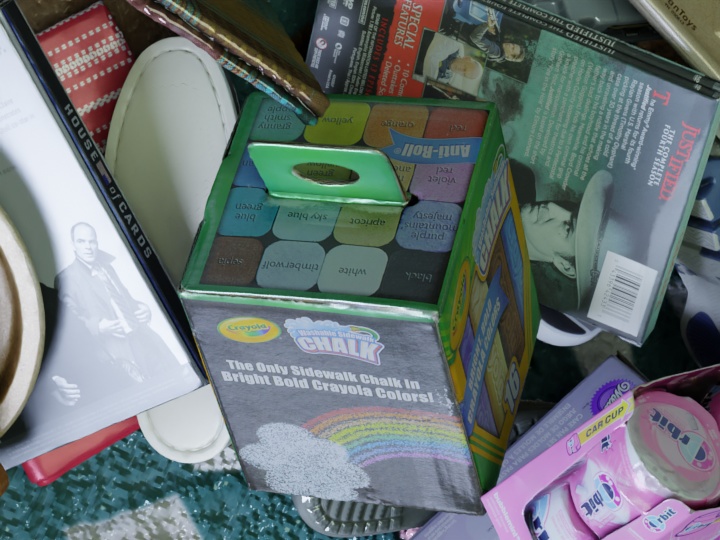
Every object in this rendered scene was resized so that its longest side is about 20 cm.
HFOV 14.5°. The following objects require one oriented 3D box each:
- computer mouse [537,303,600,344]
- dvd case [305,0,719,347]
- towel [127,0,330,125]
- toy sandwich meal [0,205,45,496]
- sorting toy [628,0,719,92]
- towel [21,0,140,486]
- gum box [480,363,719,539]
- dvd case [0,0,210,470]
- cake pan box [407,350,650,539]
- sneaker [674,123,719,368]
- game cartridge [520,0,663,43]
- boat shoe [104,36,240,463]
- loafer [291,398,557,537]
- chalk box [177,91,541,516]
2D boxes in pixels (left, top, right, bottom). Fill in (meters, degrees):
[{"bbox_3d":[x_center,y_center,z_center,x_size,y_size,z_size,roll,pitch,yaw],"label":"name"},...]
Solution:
[{"bbox_3d":[0.131,-0.055,1.433,0.110,0.044,0.200,39,79,-24],"label":"computer mouse"},{"bbox_3d":[0.064,-0.062,1.343,0.199,0.022,0.147,23,126,15],"label":"dvd case"},{"bbox_3d":[-0.089,-0.131,1.280,0.146,0.200,0.022,33,100,-19],"label":"towel"},{"bbox_3d":[-0.238,0.031,1.289,0.204,0.070,0.206,4,115,8],"label":"toy sandwich meal"},{"bbox_3d":[0.186,-0.164,1.364,0.185,0.036,0.200,46,52,-4],"label":"sorting toy"},{"bbox_3d":[-0.141,-0.011,1.373,0.144,0.022,0.201,-29,105,-11],"label":"towel"},{"bbox_3d":[0.160,0.091,1.296,0.199,0.113,0.066,-12,68,-42],"label":"gum box"},{"bbox_3d":[-0.176,-0.009,1.317,0.150,0.025,0.201,-23,103,23],"label":"dvd case"},{"bbox_3d":[0.111,0.169,1.430,0.184,0.052,0.200,-39,131,-7],"label":"cake pan box"},{"bbox_3d":[0.208,-0.025,1.402,0.115,0.080,0.200,-41,127,-19],"label":"sneaker"},{"bbox_3d":[0.147,-0.180,1.388,0.199,0.040,0.134,-8,78,-30],"label":"game cartridge"},{"bbox_3d":[-0.077,-0.012,1.349,0.071,0.059,0.201,-1,97,21],"label":"boat shoe"},{"bbox_3d":[0.043,0.089,1.419,0.199,0.070,0.076,4,113,-35],"label":"loafer"},{"bbox_3d":[0.000,0.000,1.276,0.124,0.124,0.201,6,142,16],"label":"chalk box"}]
